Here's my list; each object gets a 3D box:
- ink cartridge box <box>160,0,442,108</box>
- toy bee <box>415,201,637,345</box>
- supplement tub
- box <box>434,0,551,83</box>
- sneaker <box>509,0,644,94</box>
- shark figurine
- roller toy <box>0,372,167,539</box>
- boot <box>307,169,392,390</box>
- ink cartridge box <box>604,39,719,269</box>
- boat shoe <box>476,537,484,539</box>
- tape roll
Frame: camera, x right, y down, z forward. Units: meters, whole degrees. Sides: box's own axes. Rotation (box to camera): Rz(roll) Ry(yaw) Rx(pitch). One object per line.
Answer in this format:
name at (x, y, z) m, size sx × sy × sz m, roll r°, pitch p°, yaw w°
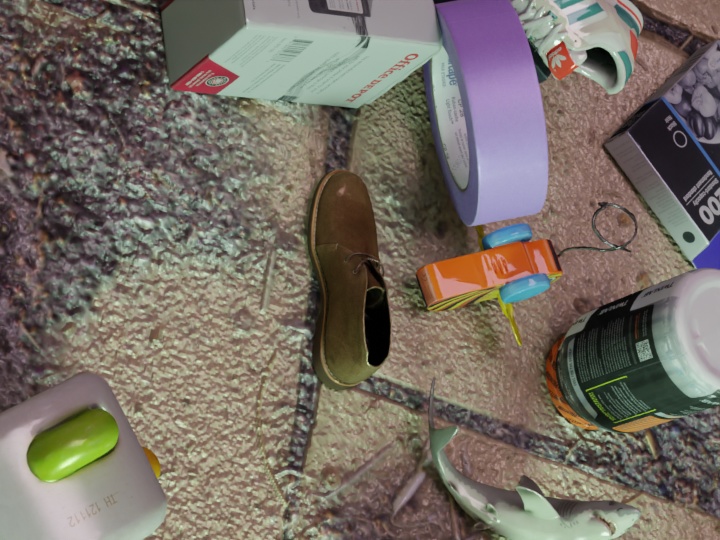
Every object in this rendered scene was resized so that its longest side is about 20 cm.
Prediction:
ink cartridge box at (-0.052, -0.211, 1.602) m, size 0.200 × 0.145 × 0.084 m, roll 2°, pitch 71°, yaw -33°
toy bee at (0.146, 0.007, 1.704) m, size 0.200 × 0.109 × 0.131 m, roll 5°, pitch 74°, yaw -5°
supplement tub at (0.268, 0.080, 1.688) m, size 0.122 × 0.200 × 0.123 m, roll 12°, pitch 68°, yaw -31°
box at (0.133, -0.292, 1.779) m, size 0.200 × 0.104 × 0.182 m, roll 50°, pitch 54°, yaw -10°
sneaker at (0.178, -0.231, 1.680) m, size 0.200 × 0.070 × 0.094 m, roll 26°, pitch 56°, yaw -28°
shark figurine at (0.131, 0.195, 1.652) m, size 0.214 × 0.128 × 0.090 m, roll 29°, pitch 33°, yaw -3°
roller toy at (-0.239, 0.171, 1.330) m, size 0.182 × 0.200 × 0.140 m, roll -27°, pitch 91°, yaw -2°
boot at (0.000, 0.000, 1.613) m, size 0.074 × 0.075 × 0.200 m, roll 8°, pitch 69°, yaw -30°
ink cartridge box at (0.371, -0.110, 1.919) m, size 0.200 × 0.043 × 0.198 m, roll 53°, pitch 53°, yaw -9°
boat shoe at (0.052, 0.291, 1.565) m, size 0.200 × 0.074 × 0.067 m, roll -21°, pitch 72°, yaw -46°
tape roll at (0.109, -0.143, 1.643) m, size 0.066 × 0.200 × 0.200 m, roll -11°, pitch 80°, yaw -6°
